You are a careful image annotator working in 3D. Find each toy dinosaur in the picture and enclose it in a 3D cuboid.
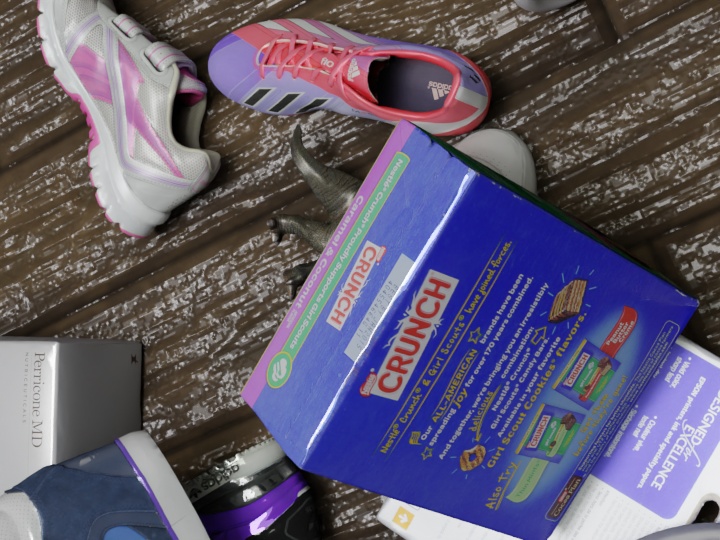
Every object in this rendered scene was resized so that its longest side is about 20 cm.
[{"bbox_3d":[0.000,0.000,0.882,0.102,0.077,0.201,-14,66,1],"label":"toy dinosaur"}]

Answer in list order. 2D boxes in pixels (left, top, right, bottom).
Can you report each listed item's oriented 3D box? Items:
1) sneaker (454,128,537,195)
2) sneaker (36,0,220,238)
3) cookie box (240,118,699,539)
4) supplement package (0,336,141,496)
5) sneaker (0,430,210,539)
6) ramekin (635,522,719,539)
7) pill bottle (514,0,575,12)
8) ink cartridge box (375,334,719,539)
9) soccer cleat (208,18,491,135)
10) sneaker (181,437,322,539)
[{"bbox_3d":[0.051,-0.036,0.803,0.075,0.200,0.100,17,135,24],"label":"sneaker"},{"bbox_3d":[-0.150,-0.129,0.930,0.088,0.081,0.201,-22,88,14],"label":"sneaker"},{"bbox_3d":[0.063,0.040,0.735,0.172,0.200,0.075,-59,41,7],"label":"cookie box"},{"bbox_3d":[-0.262,0.105,0.924,0.199,0.120,0.122,-1,86,18],"label":"supplement package"},{"bbox_3d":[-0.148,0.208,0.805,0.146,0.081,0.201,-28,95,-18],"label":"sneaker"},{"bbox_3d":[0.201,0.247,0.741,0.199,0.105,0.201,0,96,-1],"label":"ramekin"},{"bbox_3d":[0.091,-0.269,0.838,0.114,0.114,0.200,-36,77,13],"label":"pill bottle"},{"bbox_3d":[0.140,0.122,0.834,0.200,0.043,0.199,32,96,19],"label":"ink cartridge box"},{"bbox_3d":[-0.013,-0.128,0.882,0.199,0.076,0.067,13,91,18],"label":"soccer cleat"},{"bbox_3d":[-0.111,0.195,0.897,0.200,0.070,0.100,-32,86,16],"label":"sneaker"}]
